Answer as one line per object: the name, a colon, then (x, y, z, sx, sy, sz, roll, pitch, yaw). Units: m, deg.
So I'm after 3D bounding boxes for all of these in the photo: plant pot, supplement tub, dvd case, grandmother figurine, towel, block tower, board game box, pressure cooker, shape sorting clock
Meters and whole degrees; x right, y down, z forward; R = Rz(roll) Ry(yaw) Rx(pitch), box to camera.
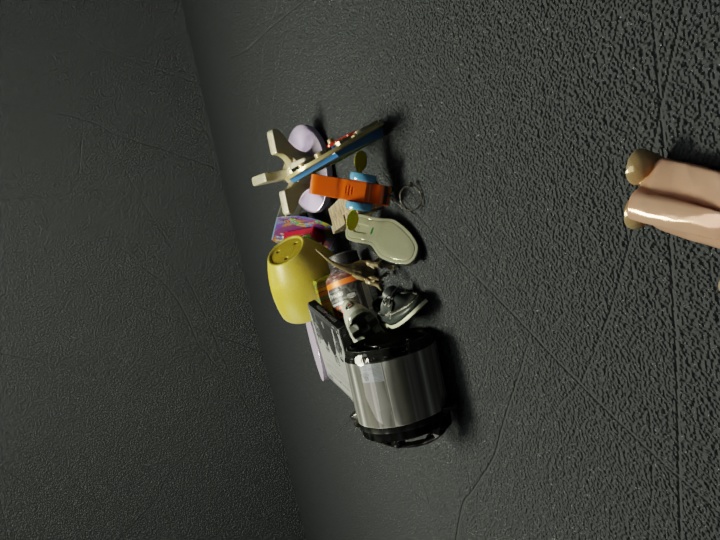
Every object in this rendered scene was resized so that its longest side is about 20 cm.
plant pot: (-0.141, 0.002, 1.392, 0.143, 0.199, 0.200, 58, 173, -34)
supplement tub: (-0.013, 0.062, 1.274, 0.107, 0.105, 0.204, 144, 110, -69)
dvd case: (-0.052, 0.178, 1.274, 0.150, 0.024, 0.203, 32, 142, 54)
grandmother figurine: (0.286, -0.035, 0.437, 0.200, 0.060, 0.123, -140, 31, -63)
towel: (-0.042, 0.105, 1.342, 0.018, 0.085, 0.204, -163, 56, -70)
block tower: (-0.016, -0.129, 1.226, 0.200, 0.053, 0.059, 150, 105, -70)
board game box: (-0.142, -0.072, 1.463, 0.200, 0.155, 0.040, 126, 153, -66)
pressure cooker: (0.066, 0.219, 1.056, 0.175, 0.176, 0.204, -7, 96, 68)
shape sorting clock: (-0.047, -0.214, 1.039, 0.040, 0.198, 0.199, 63, 162, -7)

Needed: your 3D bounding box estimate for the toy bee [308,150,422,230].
toy bee: (0.012, -0.131, 1.049, 0.198, 0.132, 0.109, 32, -168, 10)

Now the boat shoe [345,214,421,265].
boat shoe: (0.052, -0.056, 1.092, 0.199, 0.067, 0.073, 28, 93, 51)

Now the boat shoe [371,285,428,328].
boat shoe: (0.065, 0.061, 1.094, 0.067, 0.074, 0.199, 53, 169, -1)

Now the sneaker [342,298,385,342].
sneaker: (0.019, 0.135, 1.180, 0.089, 0.073, 0.202, 49, 165, 55)

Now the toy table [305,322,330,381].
toy table: (-0.064, 0.166, 1.458, 0.185, 0.115, 0.203, 101, 153, -62)

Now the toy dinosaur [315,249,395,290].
toy dinosaur: (0.000, 0.000, 1.125, 0.100, 0.199, 0.060, 11, 94, 33)

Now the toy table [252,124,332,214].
toy table: (-0.151, -0.231, 1.351, 0.182, 0.116, 0.204, -25, 84, 39)

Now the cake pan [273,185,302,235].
cake pan: (-0.176, -0.179, 1.532, 0.200, 0.036, 0.204, -159, 89, -75)

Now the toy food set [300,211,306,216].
toy food set: (-0.144, -0.043, 1.665, 0.202, 0.059, 0.145, 61, 145, 33)

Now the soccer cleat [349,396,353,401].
soccer cleat: (0.043, 0.257, 1.281, 0.198, 0.068, 0.079, -8, 97, 52)
